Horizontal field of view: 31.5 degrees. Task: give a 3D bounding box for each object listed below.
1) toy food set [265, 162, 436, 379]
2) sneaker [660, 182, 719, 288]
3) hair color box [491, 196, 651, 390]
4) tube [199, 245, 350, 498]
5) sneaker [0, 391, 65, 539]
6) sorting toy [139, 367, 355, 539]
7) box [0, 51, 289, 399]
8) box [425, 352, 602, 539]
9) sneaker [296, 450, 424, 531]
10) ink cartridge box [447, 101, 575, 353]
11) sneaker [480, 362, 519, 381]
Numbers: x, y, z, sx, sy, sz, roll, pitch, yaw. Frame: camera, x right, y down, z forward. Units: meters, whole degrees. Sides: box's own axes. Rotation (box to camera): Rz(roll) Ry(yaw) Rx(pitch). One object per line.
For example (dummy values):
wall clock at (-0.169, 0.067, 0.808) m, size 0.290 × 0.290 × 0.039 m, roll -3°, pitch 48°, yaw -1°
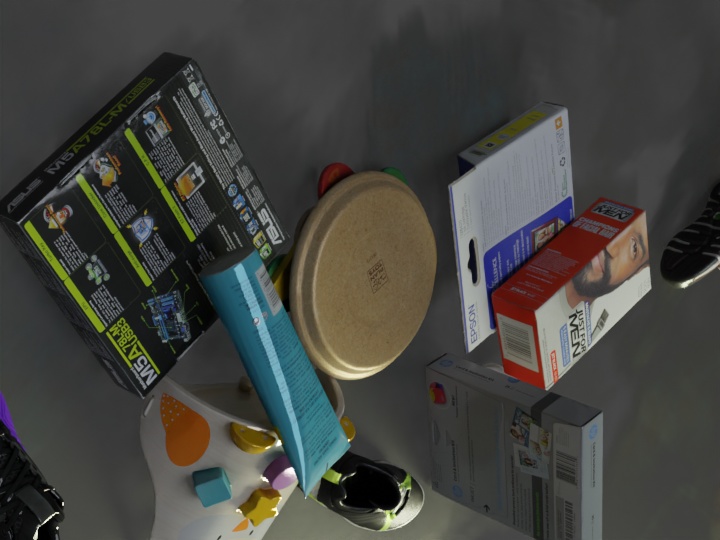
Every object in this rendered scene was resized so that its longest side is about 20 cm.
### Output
toy food set at (0.000, 0.000, 1.183) m, size 0.201 × 0.048 × 0.199 m, roll -55°, pitch 133°, yaw -23°
sneaker at (0.461, -0.017, 1.649) m, size 0.200 × 0.075 × 0.116 m, roll -45°, pitch 134°, yaw -27°
hair color box at (0.231, 0.023, 1.372) m, size 0.200 × 0.064 × 0.112 m, roll -40°, pitch 133°, yaw -31°
tube at (-0.065, 0.079, 1.036) m, size 0.077 × 0.050 × 0.202 m, roll -40°, pitch 112°, yaw -45°
sneaker at (-0.259, 0.151, 0.928) m, size 0.069 × 0.099 × 0.202 m, roll -35°, pitch 127°, yaw -35°
sorting toy at (-0.107, 0.187, 1.124) m, size 0.199 × 0.107 × 0.181 m, roll 2°, pitch 120°, yaw -46°
box at (-0.163, -0.034, 1.008) m, size 0.193 × 0.047 × 0.201 m, roll -47°, pitch 133°, yaw -22°
box at (0.155, 0.187, 1.301) m, size 0.041 × 0.199 × 0.158 m, roll -26°, pitch 122°, yaw -40°
sneaker at (0.012, 0.224, 1.251) m, size 0.199 × 0.082 × 0.072 m, roll 28°, pitch 83°, yaw -47°
ink cartridge box at (0.151, -0.047, 1.336) m, size 0.199 × 0.047 × 0.200 m, roll -31°, pitch 126°, yaw -34°
sneaker at (0.186, 0.169, 1.403) m, size 0.200 × 0.099 × 0.078 m, roll 44°, pitch 71°, yaw -45°
